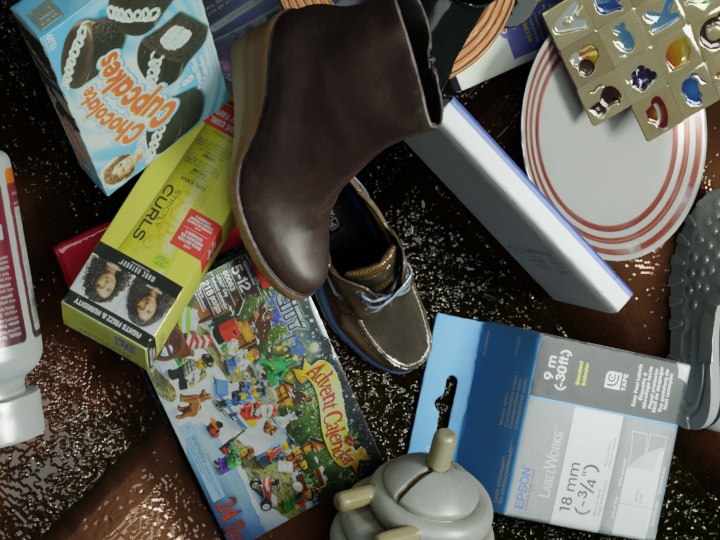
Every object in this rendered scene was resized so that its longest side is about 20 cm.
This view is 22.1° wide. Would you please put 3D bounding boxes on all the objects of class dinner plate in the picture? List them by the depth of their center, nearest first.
[{"bbox_3d":[0.195,-0.108,1.443,0.199,0.024,0.202,1,89,-36],"label":"dinner plate"}]

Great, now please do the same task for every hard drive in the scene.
[{"bbox_3d":[0.109,-0.051,1.387,0.025,0.132,0.200,-46,104,-8],"label":"hard drive"}]

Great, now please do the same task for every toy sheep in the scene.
[{"bbox_3d":[0.037,0.205,1.377,0.137,0.138,0.201,9,123,-16],"label":"toy sheep"}]

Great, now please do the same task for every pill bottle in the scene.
[{"bbox_3d":[-0.282,0.022,1.289,0.108,0.109,0.202,-10,96,-15],"label":"pill bottle"}]

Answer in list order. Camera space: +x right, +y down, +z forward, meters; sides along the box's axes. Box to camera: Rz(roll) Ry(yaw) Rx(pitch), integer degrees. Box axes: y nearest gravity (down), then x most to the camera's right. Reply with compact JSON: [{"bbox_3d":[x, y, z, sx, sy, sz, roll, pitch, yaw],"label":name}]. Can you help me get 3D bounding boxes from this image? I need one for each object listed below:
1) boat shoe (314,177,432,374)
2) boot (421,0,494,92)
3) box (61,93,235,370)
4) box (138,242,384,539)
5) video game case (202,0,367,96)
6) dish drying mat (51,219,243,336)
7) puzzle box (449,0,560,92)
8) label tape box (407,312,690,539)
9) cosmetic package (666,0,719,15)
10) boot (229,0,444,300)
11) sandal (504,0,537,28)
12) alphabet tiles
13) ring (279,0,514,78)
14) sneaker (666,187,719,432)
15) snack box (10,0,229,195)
[{"bbox_3d":[0.000,0.000,1.381,0.072,0.072,0.201,-39,112,-14],"label":"boat shoe"},{"bbox_3d":[0.074,-0.192,1.257,0.073,0.162,0.200,29,80,-17],"label":"boot"},{"bbox_3d":[-0.133,-0.033,1.324,0.075,0.050,0.201,29,68,5],"label":"box"},{"bbox_3d":[-0.082,0.089,1.381,0.136,0.038,0.201,-27,105,-13],"label":"box"},{"bbox_3d":[-0.065,-0.203,1.356,0.142,0.019,0.201,-30,103,13],"label":"video game case"},{"bbox_3d":[-0.126,-0.021,1.380,0.198,0.018,0.077,-22,104,-15],"label":"dish drying mat"},{"bbox_3d":[0.096,-0.255,1.425,0.132,0.025,0.202,-24,100,-14],"label":"puzzle box"},{"bbox_3d":[0.146,0.124,1.445,0.198,0.063,0.146,12,90,-17],"label":"label tape box"},{"bbox_3d":[0.301,-0.245,1.454,0.198,0.090,0.108,11,93,-13],"label":"cosmetic package"},{"bbox_3d":[-0.014,-0.084,1.258,0.072,0.165,0.202,-14,95,-48],"label":"boot"},{"bbox_3d":[0.035,-0.217,1.377,0.198,0.045,0.076,4,102,2],"label":"sandal"},{"bbox_3d":[0.242,-0.202,1.400,0.199,0.006,0.167,-30,111,-2],"label":"alphabet tiles"},{"bbox_3d":[0.025,-0.232,1.335,0.198,0.019,0.203,0,89,-21],"label":"ring"},{"bbox_3d":[0.299,0.030,1.487,0.080,0.076,0.202,4,97,-28],"label":"sneaker"},{"bbox_3d":[-0.155,-0.142,1.234,0.116,0.200,0.037,-39,66,-13],"label":"snack box"}]
